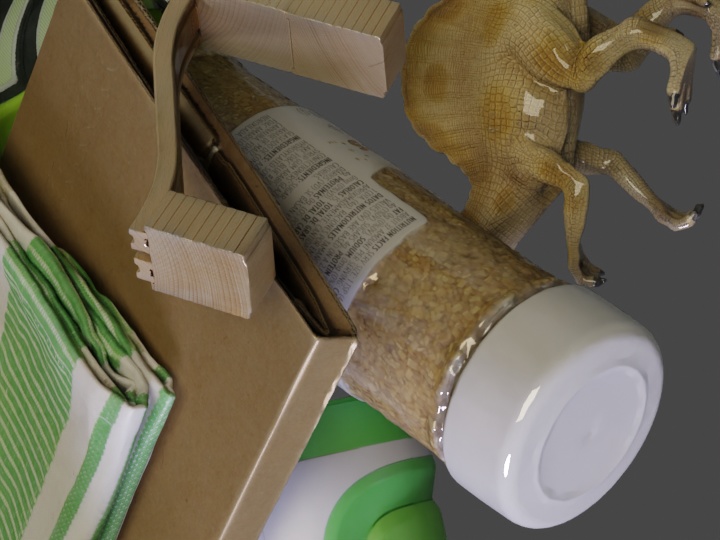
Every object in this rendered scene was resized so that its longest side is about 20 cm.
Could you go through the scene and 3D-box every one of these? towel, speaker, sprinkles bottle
[{"bbox_3d":[-0.138,0.025,0.856,0.200,0.023,0.153,49,133,30],"label":"towel"},{"bbox_3d":[0.000,0.143,0.832,0.088,0.088,0.201,-14,85,21],"label":"speaker"},{"bbox_3d":[0.000,0.000,0.812,0.200,0.068,0.069,35,103,36],"label":"sprinkles bottle"}]

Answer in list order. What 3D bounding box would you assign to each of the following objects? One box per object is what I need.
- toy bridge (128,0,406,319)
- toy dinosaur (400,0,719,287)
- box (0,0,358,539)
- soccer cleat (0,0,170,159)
[{"bbox_3d":[-0.020,-0.073,0.776,0.067,0.027,0.201,16,52,18],"label":"toy bridge"},{"bbox_3d":[0.061,-0.070,0.823,0.100,0.058,0.202,10,94,22],"label":"toy dinosaur"},{"bbox_3d":[-0.079,0.035,0.828,0.164,0.021,0.201,54,134,33],"label":"box"},{"bbox_3d":[-0.099,-0.088,0.884,0.200,0.067,0.081,-38,68,18],"label":"soccer cleat"}]
